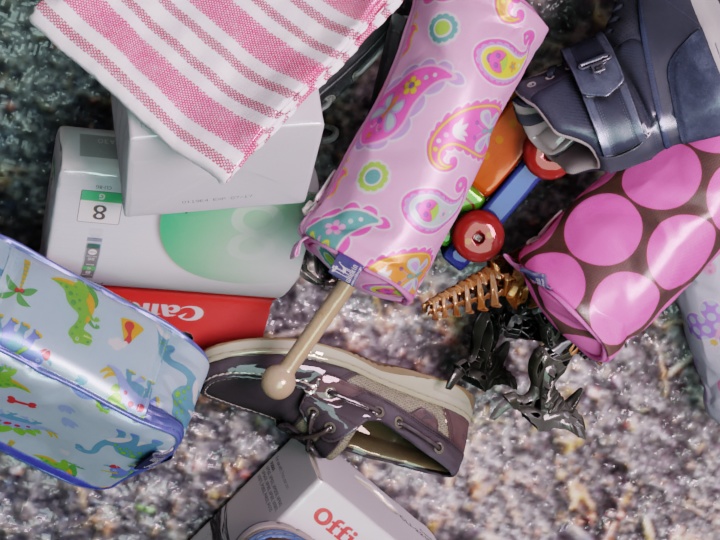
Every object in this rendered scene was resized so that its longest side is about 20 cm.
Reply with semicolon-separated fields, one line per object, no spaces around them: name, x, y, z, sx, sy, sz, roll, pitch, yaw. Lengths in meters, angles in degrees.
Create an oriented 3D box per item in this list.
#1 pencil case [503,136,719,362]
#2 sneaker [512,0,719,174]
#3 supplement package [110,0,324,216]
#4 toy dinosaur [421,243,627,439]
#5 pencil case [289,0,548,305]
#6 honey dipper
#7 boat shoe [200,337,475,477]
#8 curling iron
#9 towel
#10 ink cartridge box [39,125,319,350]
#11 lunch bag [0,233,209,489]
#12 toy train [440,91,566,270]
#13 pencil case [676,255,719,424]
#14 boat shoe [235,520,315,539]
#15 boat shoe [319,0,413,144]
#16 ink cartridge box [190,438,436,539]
pencil case;0.189;-0.041;1.314;0.200;0.094;0.091;-43;150;-5
sneaker;0.154;-0.150;1.301;0.145;0.203;0.077;-23;143;11
supplement package;-0.094;-0.148;1.222;0.113;0.110;0.201;-6;69;-10
toy dinosaur;0.117;0.026;1.396;0.199;0.102;0.137;11;108;-22
pencil case;0.035;-0.079;1.248;0.087;0.087;0.201;29;85;-21
honey dipper;0.000;0.000;1.321;0.038;0.038;0.201;31;99;-21
boat shoe;-0.016;0.095;1.404;0.199;0.065;0.072;14;151;-21
curling iron;0.000;-0.071;1.318;0.049;0.026;0.201;9;121;-17
towel;-0.067;-0.160;1.155;0.146;0.030;0.200;38;67;8
ink cartridge box;-0.123;0.003;1.326;0.160;0.050;0.201;4;131;-13
lunch bag;-0.208;0.062;1.318;0.199;0.161;0.083;30;59;-22
toy train;0.091;-0.110;1.356;0.116;0.085;0.200;39;99;-9
pencil case;0.252;0.012;1.427;0.083;0.091;0.201;-23;113;-2
boat shoe;0.003;0.238;1.380;0.199;0.072;0.072;26;103;-21
boat shoe;-0.047;-0.114;1.325;0.199;0.074;0.068;-47;132;14
ink cartridge box;-0.052;0.234;1.452;0.144;0.084;0.200;41;97;-23
